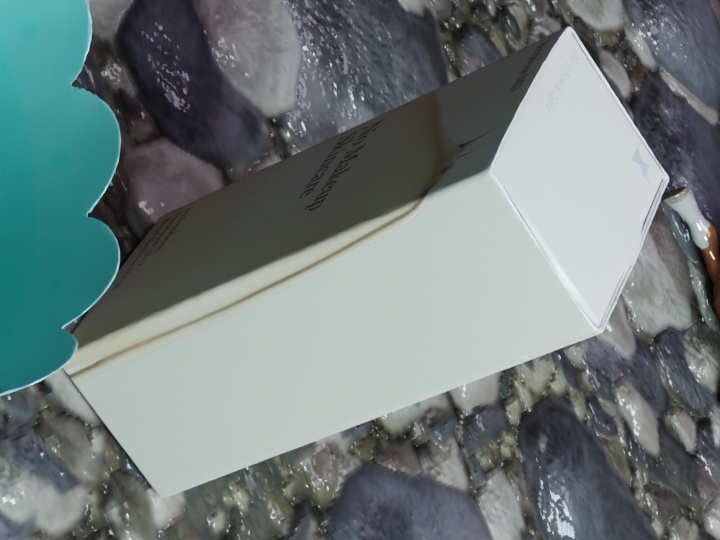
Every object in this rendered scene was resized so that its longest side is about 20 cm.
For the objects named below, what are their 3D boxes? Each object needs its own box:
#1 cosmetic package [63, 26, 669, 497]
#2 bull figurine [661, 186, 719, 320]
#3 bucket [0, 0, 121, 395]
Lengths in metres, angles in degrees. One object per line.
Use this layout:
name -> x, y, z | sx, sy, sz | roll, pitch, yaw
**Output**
cosmetic package -> 0.000, 0.000, 0.900 | 0.073, 0.199, 0.104 | 54, 35, -18
bull figurine -> 0.224, -0.008, 1.348 | 0.122, 0.065, 0.200 | 65, 32, -10
bucket -> -0.182, -0.039, 0.722 | 0.207, 0.134, 0.208 | 33, 45, -41
